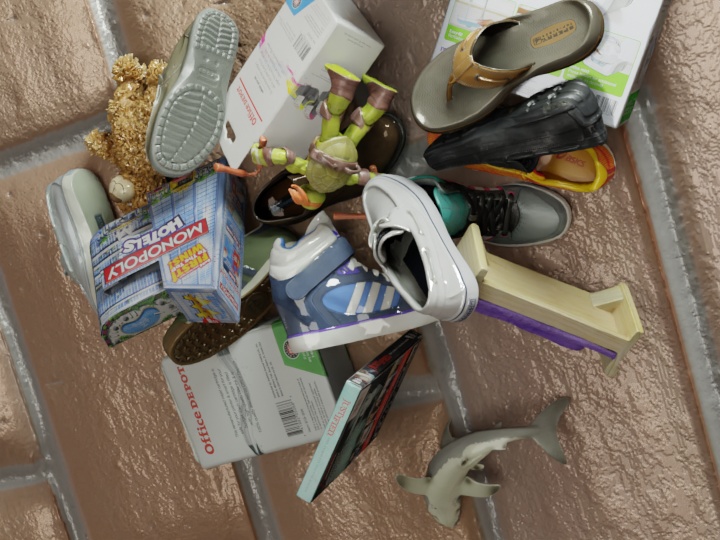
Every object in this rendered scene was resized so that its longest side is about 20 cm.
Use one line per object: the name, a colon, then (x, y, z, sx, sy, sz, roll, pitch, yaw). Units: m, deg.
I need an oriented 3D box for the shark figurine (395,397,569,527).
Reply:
shark figurine: (0.124, 0.195, 1.246, 0.128, 0.090, 0.214, 30, 124, -25)

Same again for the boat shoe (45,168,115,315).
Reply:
boat shoe: (-0.333, -0.023, 1.372, 0.071, 0.070, 0.201, -15, 93, 34)

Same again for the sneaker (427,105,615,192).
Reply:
sneaker: (0.162, -0.127, 1.154, 0.200, 0.077, 0.073, 11, 107, 19)

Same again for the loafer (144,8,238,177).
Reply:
loafer: (-0.189, -0.191, 1.238, 0.070, 0.075, 0.200, -12, 55, 55)

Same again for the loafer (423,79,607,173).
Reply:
loafer: (0.147, -0.124, 1.090, 0.200, 0.068, 0.070, -13, 115, 43)

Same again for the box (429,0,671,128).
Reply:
box: (0.194, -0.257, 1.101, 0.200, 0.097, 0.177, 21, 108, 15)

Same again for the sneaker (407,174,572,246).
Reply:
sneaker: (0.113, -0.059, 1.163, 0.200, 0.121, 0.084, 6, 104, 19)

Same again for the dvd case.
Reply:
dvd case: (0.003, 0.152, 1.210, 0.022, 0.200, 0.146, 28, 111, 12)

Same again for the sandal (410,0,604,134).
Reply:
sandal: (0.130, -0.197, 1.047, 0.200, 0.055, 0.082, -21, 74, 24)

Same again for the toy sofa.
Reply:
toy sofa: (0.176, 0.041, 1.135, 0.200, 0.083, 0.098, 21, 122, -17)

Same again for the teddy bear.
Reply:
teddy bear: (-0.261, -0.153, 1.309, 0.145, 0.067, 0.200, 28, 110, 15)

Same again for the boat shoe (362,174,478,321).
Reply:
boat shoe: (0.043, -0.030, 1.090, 0.200, 0.065, 0.074, 53, 125, 42)

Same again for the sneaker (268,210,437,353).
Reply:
sneaker: (0.000, 0.000, 1.216, 0.200, 0.081, 0.147, -13, 88, -11)

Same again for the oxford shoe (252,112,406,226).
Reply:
oxford shoe: (-0.036, -0.103, 1.229, 0.200, 0.084, 0.073, -35, 87, 22)

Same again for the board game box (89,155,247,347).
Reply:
board game box: (-0.207, -0.007, 1.227, 0.200, 0.200, 0.062, -26, 134, 4)

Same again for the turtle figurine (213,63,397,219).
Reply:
turtle figurine: (-0.037, -0.126, 1.142, 0.200, 0.064, 0.161, 15, 111, -26)

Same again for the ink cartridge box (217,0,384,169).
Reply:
ink cartridge box: (-0.072, -0.200, 1.199, 0.200, 0.068, 0.115, -52, 39, 22)

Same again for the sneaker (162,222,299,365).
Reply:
sneaker: (-0.151, 0.019, 1.268, 0.200, 0.067, 0.090, -39, 48, -12)

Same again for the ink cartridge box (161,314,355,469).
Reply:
ink cartridge box: (-0.113, 0.134, 1.311, 0.200, 0.083, 0.147, -16, 96, 22)
